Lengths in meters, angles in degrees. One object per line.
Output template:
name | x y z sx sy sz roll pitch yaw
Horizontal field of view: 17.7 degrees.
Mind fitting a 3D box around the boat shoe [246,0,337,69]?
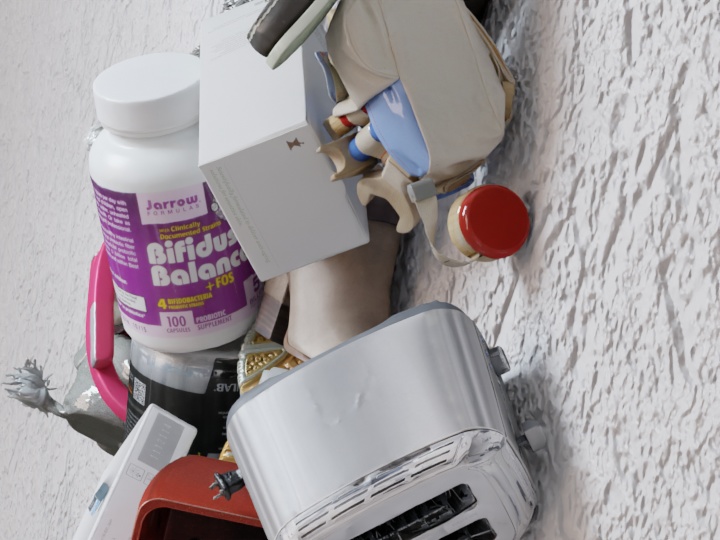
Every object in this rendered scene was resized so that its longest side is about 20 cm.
boat shoe | -0.023 -0.210 1.449 0.201 0.061 0.072 -57 7 -30

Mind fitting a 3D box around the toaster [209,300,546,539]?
toaster | 0.008 0.118 1.364 0.129 0.200 0.114 -113 -3 -48

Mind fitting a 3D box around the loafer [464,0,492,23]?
loafer | 0.060 -0.206 1.506 0.071 0.073 0.200 -126 48 -65

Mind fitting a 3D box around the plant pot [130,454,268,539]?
plant pot | -0.069 0.226 1.530 0.176 0.200 0.200 -108 32 -72

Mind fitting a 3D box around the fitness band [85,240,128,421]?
fitness band | -0.151 0.040 1.884 0.037 0.143 0.200 128 146 -59

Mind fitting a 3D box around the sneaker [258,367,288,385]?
sneaker | -0.029 0.103 1.530 0.200 0.082 0.074 -73 -8 -80

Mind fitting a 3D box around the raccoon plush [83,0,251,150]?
raccoon plush | -0.128 -0.171 1.856 0.097 0.200 0.134 19 121 53

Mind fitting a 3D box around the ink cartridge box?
ink cartridge box | -0.194 0.219 1.645 0.176 0.045 0.200 -55 9 39

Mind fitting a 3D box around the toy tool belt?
toy tool belt | 0.036 -0.090 1.468 0.200 0.125 0.123 68 155 4

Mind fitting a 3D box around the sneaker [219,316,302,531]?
sneaker | -0.051 0.105 1.683 0.088 0.076 0.200 61 -135 -58

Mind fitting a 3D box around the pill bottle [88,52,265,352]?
pill bottle | -0.134 -0.051 1.671 0.112 0.112 0.200 -119 17 -60

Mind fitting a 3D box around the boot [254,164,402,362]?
boot | 0.000 0.000 1.603 0.200 0.070 0.146 28 92 47

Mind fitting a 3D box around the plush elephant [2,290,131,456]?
plush elephant | -0.186 0.074 1.968 0.165 0.200 0.155 128 165 -66

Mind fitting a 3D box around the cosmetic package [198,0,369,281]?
cosmetic package | -0.053 -0.098 1.587 0.200 0.085 0.108 -93 -20 -57

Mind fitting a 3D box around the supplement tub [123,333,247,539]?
supplement tub | -0.120 0.135 1.769 0.123 0.122 0.200 -126 40 -63
